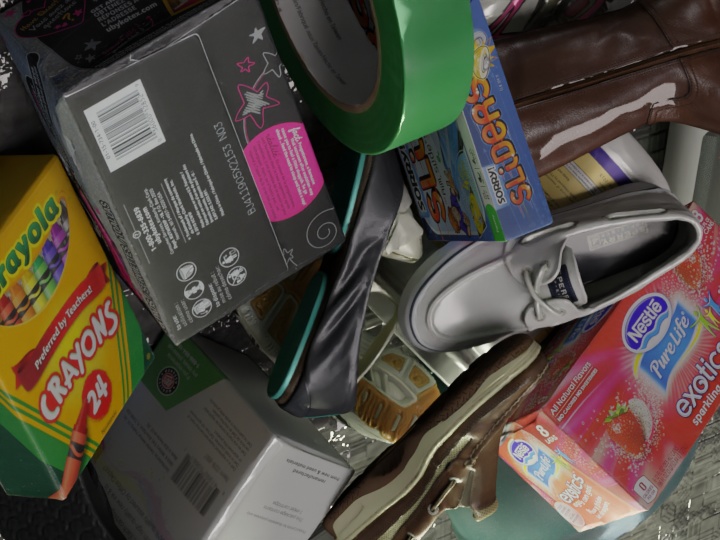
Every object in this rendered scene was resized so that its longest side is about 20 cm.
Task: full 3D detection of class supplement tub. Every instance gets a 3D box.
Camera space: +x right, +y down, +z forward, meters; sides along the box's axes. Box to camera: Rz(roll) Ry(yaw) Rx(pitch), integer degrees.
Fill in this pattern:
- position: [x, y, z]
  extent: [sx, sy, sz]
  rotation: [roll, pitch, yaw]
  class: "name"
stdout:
- position: [0.095, -0.027, 1.384]
  extent: [0.200, 0.145, 0.145]
  rotation: [-45, 135, -1]
  class: "supplement tub"

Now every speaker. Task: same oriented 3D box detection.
- position: [0.264, -0.067, 1.525]
  extent: [0.081, 0.081, 0.201]
  rotation: [-14, 127, -28]
  class: "speaker"

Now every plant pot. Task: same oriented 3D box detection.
- position: [0.125, 0.098, 1.473]
  extent: [0.200, 0.200, 0.135]
  rotation: [-38, 116, -8]
  class: "plant pot"

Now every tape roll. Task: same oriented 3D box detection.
- position: [-0.006, -0.169, 1.176]
  extent: [0.048, 0.200, 0.201]
  rotation: [-23, 130, -19]
  class: "tape roll"

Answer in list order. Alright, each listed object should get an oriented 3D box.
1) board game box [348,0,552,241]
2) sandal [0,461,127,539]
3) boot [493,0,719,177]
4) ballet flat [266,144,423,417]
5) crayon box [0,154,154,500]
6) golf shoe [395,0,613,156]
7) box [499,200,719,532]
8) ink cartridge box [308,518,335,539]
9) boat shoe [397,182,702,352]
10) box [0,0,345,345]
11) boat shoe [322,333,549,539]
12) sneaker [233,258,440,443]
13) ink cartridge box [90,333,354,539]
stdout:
- position: [0.046, -0.117, 1.234]
  extent: [0.034, 0.135, 0.201]
  rotation: [-21, 97, -16]
  class: "board game box"
- position: [-0.185, 0.164, 1.305]
  extent: [0.075, 0.201, 0.048]
  rotation: [-34, 168, 8]
  class: "sandal"
- position: [0.173, -0.084, 1.282]
  extent: [0.199, 0.187, 0.064]
  rotation: [-19, 162, -10]
  class: "boot"
- position: [0.000, 0.000, 1.301]
  extent: [0.073, 0.073, 0.201]
  rotation: [18, 90, -42]
  class: "ballet flat"
- position: [-0.203, 0.022, 1.217]
  extent: [0.127, 0.050, 0.201]
  rotation: [-61, 141, -40]
  class: "crayon box"
- position: [0.066, -0.155, 1.340]
  extent: [0.200, 0.073, 0.092]
  rotation: [-40, 109, -7]
  class: "golf shoe"
- position: [0.184, 0.064, 1.362]
  extent: [0.100, 0.095, 0.200]
  rotation: [43, 63, -6]
  class: "box"
- position: [-0.028, 0.228, 1.429]
  extent: [0.085, 0.200, 0.146]
  rotation: [-41, 135, -3]
  class: "ink cartridge box"
- position: [0.120, -0.001, 1.285]
  extent: [0.199, 0.065, 0.074]
  rotation: [-27, 110, -8]
  class: "boat shoe"
- position: [-0.113, -0.082, 1.219]
  extent: [0.132, 0.115, 0.201]
  rotation: [-31, 132, -13]
  class: "box"
- position: [0.063, 0.122, 1.308]
  extent: [0.202, 0.075, 0.075]
  rotation: [-47, -179, 34]
  class: "boat shoe"
- position: [-0.038, 0.051, 1.394]
  extent: [0.200, 0.087, 0.076]
  rotation: [48, 66, -23]
  class: "sneaker"
- position: [-0.119, 0.162, 1.358]
  extent: [0.087, 0.145, 0.201]
  rotation: [27, 100, -46]
  class: "ink cartridge box"
